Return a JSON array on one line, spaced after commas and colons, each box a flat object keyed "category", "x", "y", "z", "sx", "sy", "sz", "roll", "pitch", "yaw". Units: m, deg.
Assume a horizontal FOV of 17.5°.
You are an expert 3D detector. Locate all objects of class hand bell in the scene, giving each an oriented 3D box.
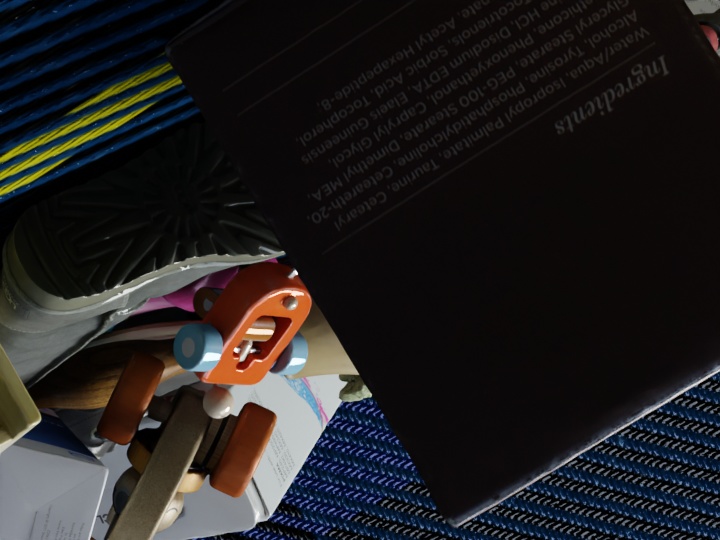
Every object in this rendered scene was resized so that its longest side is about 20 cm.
[{"category": "hand bell", "x": -0.077, "y": 0.041, "z": 1.241, "sx": 0.200, "sy": 0.104, "sz": 0.104, "roll": -16, "pitch": 176, "yaw": -3}]

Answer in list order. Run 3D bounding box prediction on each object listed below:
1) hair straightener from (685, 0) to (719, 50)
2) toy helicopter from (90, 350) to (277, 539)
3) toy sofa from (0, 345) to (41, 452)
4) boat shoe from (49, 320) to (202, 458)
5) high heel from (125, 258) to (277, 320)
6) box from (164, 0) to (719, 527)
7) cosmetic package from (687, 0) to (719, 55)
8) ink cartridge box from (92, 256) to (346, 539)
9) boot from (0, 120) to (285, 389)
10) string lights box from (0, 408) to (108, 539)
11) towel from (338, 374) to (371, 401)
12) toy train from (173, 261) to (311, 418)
[{"category": "hair straightener", "x": 0.108, "y": -0.098, "z": 1.120, "sx": 0.200, "sy": 0.041, "sz": 0.077, "roll": -39, "pitch": -141, "yaw": -23}, {"category": "toy helicopter", "x": -0.112, "y": 0.122, "z": 1.206, "sx": 0.200, "sy": 0.079, "sz": 0.132, "roll": 140, "pitch": -25, "yaw": -79}, {"category": "toy sofa", "x": -0.242, "y": 0.081, "z": 0.968, "sx": 0.200, "sy": 0.083, "sz": 0.098, "roll": -28, "pitch": 175, "yaw": -40}, {"category": "boat shoe", "x": -0.156, "y": 0.076, "z": 1.327, "sx": 0.201, "sy": 0.066, "sz": 0.072, "roll": -13, "pitch": 166, "yaw": 11}, {"category": "high heel", "x": -0.070, "y": -0.007, "z": 1.337, "sx": 0.096, "sy": 0.067, "sz": 0.200, "roll": -21, "pitch": 168, "yaw": 23}, {"category": "box", "x": 0.058, "y": -0.037, "z": 0.870, "sx": 0.164, "sy": 0.200, "sz": 0.166, "roll": -31, "pitch": 175, "yaw": 6}, {"category": "cosmetic package", "x": 0.162, "y": -0.091, "z": 1.238, "sx": 0.101, "sy": 0.071, "sz": 0.200, "roll": -36, "pitch": -151, "yaw": 48}, {"category": "ink cartridge box", "x": -0.098, "y": 0.079, "z": 1.442, "sx": 0.146, "sy": 0.083, "sz": 0.200, "roll": -13, "pitch": -157, "yaw": 25}, {"category": "boot", "x": -0.118, "y": 0.007, "z": 1.081, "sx": 0.182, "sy": 0.073, "sz": 0.200, "roll": -15, "pitch": 163, "yaw": -28}, {"category": "string lights box", "x": -0.180, "y": 0.125, "z": 1.172, "sx": 0.059, "sy": 0.103, "sz": 0.200, "roll": 16, "pitch": 180, "yaw": -16}, {"category": "towel", "x": 0.066, "y": -0.011, "z": 1.334, "sx": 0.200, "sy": 0.036, "sz": 0.148, "roll": -47, "pitch": -173, "yaw": 44}, {"category": "toy train", "x": 0.000, "y": 0.000, "z": 1.143, "sx": 0.200, "sy": 0.056, "sz": 0.150, "roll": 1, "pitch": 130, "yaw": -43}]
